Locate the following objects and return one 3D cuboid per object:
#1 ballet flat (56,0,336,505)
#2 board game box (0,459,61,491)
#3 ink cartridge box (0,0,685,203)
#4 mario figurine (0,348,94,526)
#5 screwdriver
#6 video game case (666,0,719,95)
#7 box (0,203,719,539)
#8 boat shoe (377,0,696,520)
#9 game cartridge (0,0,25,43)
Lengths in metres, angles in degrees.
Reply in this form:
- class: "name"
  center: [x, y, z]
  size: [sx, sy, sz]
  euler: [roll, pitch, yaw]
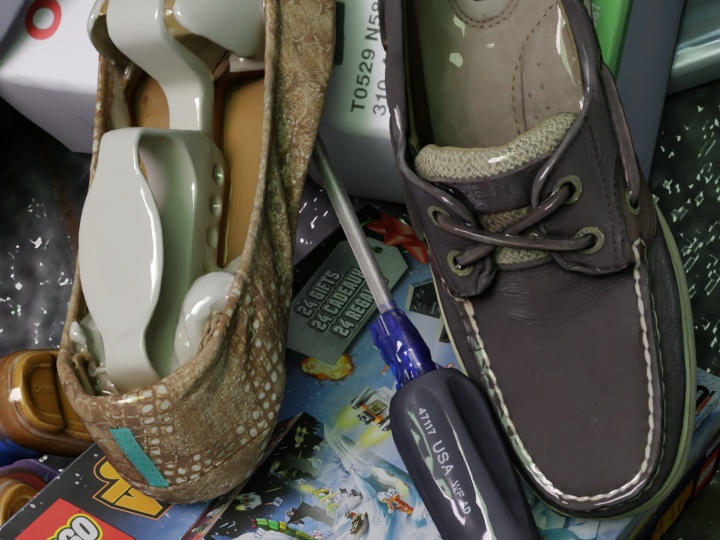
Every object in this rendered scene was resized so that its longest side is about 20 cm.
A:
- class: "ballet flat"
  center: [-0.046, -0.039, 0.706]
  size: [0.070, 0.065, 0.201]
  euler: [-9, 67, 21]
- class: "board game box"
  center: [-0.059, 0.146, 0.807]
  size: [0.199, 0.032, 0.121]
  euler: [23, 79, 21]
- class: "ink cartridge box"
  center: [-0.002, -0.102, 0.801]
  size: [0.199, 0.084, 0.147]
  euler: [9, 79, 18]
- class: "mario figurine"
  center: [-0.154, 0.082, 0.814]
  size: [0.199, 0.124, 0.106]
  euler: [-13, 113, 34]
- class: "screwdriver"
  center: [0.000, 0.000, 0.723]
  size: [0.029, 0.028, 0.201]
  euler: [-50, 56, 38]
- class: "video game case"
  center: [0.068, -0.139, 0.846]
  size: [0.199, 0.023, 0.183]
  euler: [-18, 72, 11]
- class: "box"
  center: [0.003, 0.068, 0.738]
  size: [0.136, 0.040, 0.200]
  euler: [27, 43, 20]
- class: "boat shoe"
  center: [0.039, -0.028, 0.695]
  size: [0.073, 0.065, 0.201]
  euler: [-16, 88, 19]
- class: "game cartridge"
  center: [-0.153, -0.091, 0.824]
  size: [0.200, 0.041, 0.134]
  euler: [-48, 43, 33]
